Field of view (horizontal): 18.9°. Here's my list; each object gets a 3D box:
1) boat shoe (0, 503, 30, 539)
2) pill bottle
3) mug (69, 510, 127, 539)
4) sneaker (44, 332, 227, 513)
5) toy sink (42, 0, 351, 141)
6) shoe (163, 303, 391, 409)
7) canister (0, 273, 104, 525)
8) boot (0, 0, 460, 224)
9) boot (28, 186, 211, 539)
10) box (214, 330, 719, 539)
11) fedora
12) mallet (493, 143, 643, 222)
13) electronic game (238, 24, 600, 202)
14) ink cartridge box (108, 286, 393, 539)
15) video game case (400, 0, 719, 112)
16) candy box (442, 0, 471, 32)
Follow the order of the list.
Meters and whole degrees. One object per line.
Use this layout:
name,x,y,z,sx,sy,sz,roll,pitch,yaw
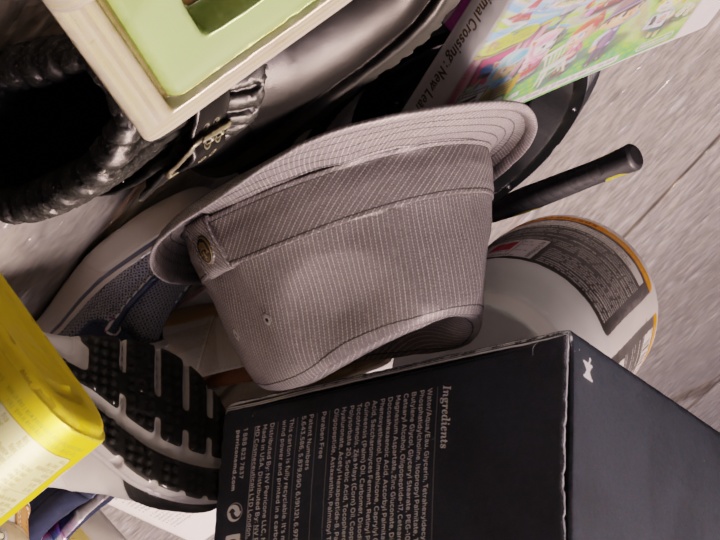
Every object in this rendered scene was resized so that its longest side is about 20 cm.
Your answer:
boat shoe,-0.243,0.119,1.007,0.200,0.068,0.075,-2,145,-35
pill bottle,0.092,0.041,1.210,0.116,0.116,0.200,-44,175,23
mug,-0.177,0.207,1.277,0.149,0.153,0.187,-31,161,-16
sneaker,-0.149,0.069,1.025,0.200,0.074,0.080,25,138,-26
toy sink,-0.062,-0.141,0.668,0.130,0.112,0.200,-36,163,-3
shoe,-0.074,0.054,1.146,0.200,0.053,0.070,-20,141,5
canister,-0.220,0.076,0.869,0.200,0.149,0.087,-39,162,3
boot,-0.055,-0.096,0.851,0.158,0.079,0.211,-12,151,-53
boot,-0.120,0.052,1.090,0.200,0.090,0.073,-44,161,24
box,0.066,0.132,1.037,0.196,0.124,0.200,-16,149,33
fedora,0.000,0.000,0.987,0.177,0.090,0.200,-9,169,-38
mallet,0.072,-0.031,1.232,0.200,0.041,0.066,-20,174,22
electronic game,0.032,-0.080,1.084,0.200,0.042,0.200,-20,148,-13
ink cartridge box,-0.085,0.068,1.236,0.200,0.045,0.176,-36,137,23
video game case,0.126,-0.142,0.974,0.200,0.022,0.182,-24,161,-34
candy box,0.122,-0.195,0.967,0.200,0.061,0.136,-26,161,-28
